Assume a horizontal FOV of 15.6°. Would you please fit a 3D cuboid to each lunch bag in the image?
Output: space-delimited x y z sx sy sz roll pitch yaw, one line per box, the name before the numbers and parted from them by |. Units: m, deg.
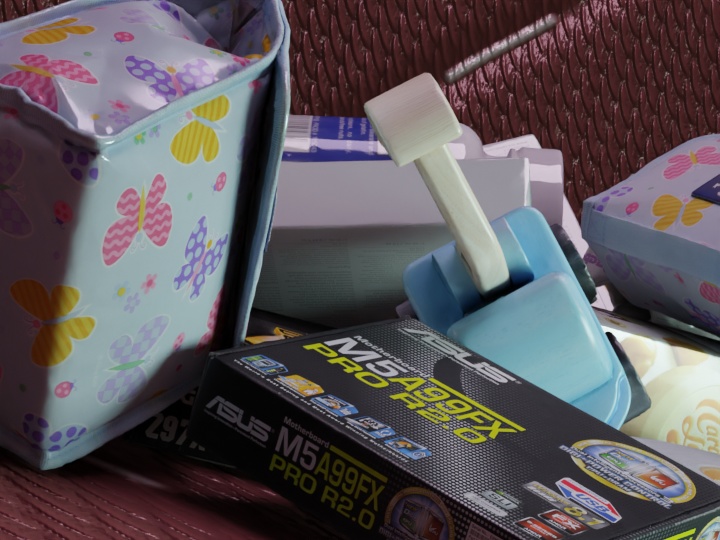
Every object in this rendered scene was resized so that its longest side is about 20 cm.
lunch bag | 0.249 -0.008 1.487 0.200 0.127 0.170 7 8 -33
lunch bag | -0.102 -0.031 1.181 0.127 0.170 0.200 25 29 23

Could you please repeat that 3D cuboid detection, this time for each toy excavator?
toy excavator | 0.067 0.006 1.301 0.100 0.195 0.200 -27 -7 -2

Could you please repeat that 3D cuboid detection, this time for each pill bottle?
pill bottle | 0.021 -0.033 1.597 0.200 0.120 0.120 3 5 1

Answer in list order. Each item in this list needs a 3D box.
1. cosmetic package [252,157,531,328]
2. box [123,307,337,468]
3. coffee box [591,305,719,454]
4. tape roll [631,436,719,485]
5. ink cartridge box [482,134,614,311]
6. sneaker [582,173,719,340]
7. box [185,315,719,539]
cosmetic package | 0.000 0.000 1.498 0.200 0.052 0.151 -1 -37 5
box | -0.044 0.062 1.358 0.160 0.049 0.200 13 9 -9
coffee box | 0.172 0.091 1.481 0.200 0.115 0.080 14 5 -29
tape roll | 0.209 0.144 1.297 0.200 0.066 0.200 18 5 -2
ink cartridge box | 0.070 0.014 1.668 0.162 0.050 0.200 -14 56 -11
sneaker | 0.205 0.029 1.623 0.200 0.100 0.075 43 -10 -29
box | 0.046 0.088 1.175 0.200 0.044 0.160 29 22 30
